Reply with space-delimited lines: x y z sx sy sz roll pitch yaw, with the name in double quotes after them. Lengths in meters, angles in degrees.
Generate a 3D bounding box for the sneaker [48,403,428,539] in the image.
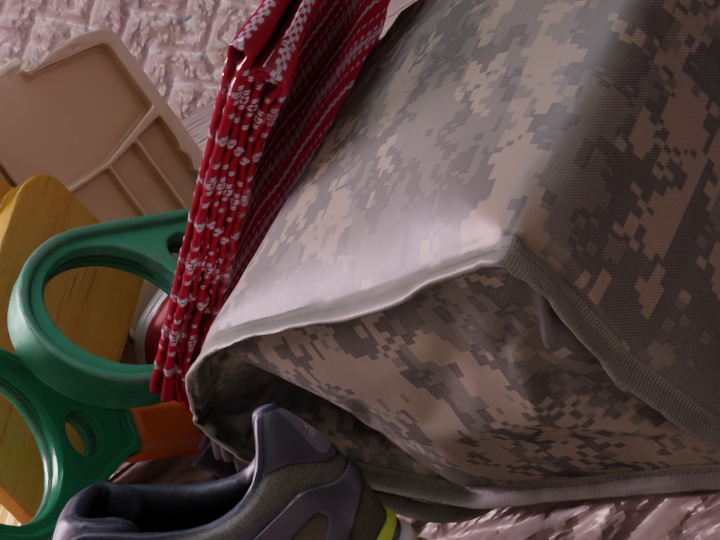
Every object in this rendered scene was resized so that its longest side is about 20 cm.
-0.076 0.108 0.549 0.199 0.081 0.074 -32 10 2 "sneaker"

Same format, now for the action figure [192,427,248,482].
0.002 0.026 0.740 0.199 0.069 0.130 -30 21 37 "action figure"

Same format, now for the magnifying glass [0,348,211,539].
-0.109 0.067 0.757 0.022 0.080 0.199 -29 -15 31 "magnifying glass"

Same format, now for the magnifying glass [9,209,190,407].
-0.067 -0.009 0.782 0.200 0.079 0.022 -42 -17 -50 "magnifying glass"

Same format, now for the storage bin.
-0.153 -0.002 0.964 0.094 0.199 0.199 -44 16 -35 "storage bin"

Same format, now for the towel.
-0.020 -0.052 0.657 0.145 0.022 0.200 -59 -7 -36 "towel"

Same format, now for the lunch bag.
0.044 -0.018 0.580 0.199 0.117 0.165 -16 41 53 "lunch bag"

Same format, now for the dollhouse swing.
-0.223 0.034 0.844 0.200 0.175 0.183 -26 44 53 "dollhouse swing"

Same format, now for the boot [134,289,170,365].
0.000 0.000 0.844 0.199 0.073 0.144 -29 11 -19 "boot"
